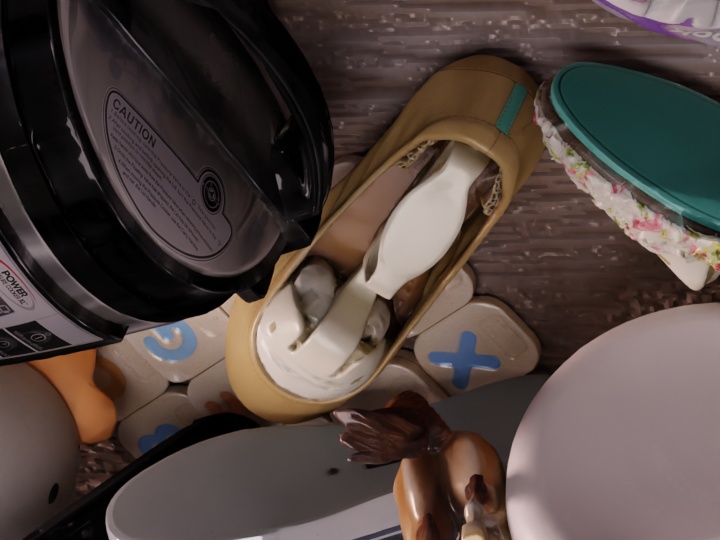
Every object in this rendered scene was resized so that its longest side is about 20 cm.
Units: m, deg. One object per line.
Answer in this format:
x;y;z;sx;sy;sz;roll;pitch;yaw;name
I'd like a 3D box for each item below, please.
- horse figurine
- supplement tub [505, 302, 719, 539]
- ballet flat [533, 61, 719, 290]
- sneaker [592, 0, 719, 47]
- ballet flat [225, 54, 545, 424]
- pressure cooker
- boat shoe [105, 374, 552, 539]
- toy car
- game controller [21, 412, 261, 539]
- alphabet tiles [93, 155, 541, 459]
0.038;0.122;0.937;0.050;0.133;0.200;-13;112;5;horse figurine
0.140;0.123;0.954;0.144;0.144;0.200;2;142;18;supplement tub
0.152;-0.012;0.921;0.200;0.076;0.064;22;136;6;ballet flat
0.151;-0.102;0.859;0.200;0.088;0.081;14;86;-13;sneaker
0.000;0.000;0.975;0.069;0.063;0.200;30;123;-8;ballet flat
-0.114;-0.059;0.915;0.200;0.176;0.179;-14;89;26;pressure cooker
0.003;0.110;1.016;0.200;0.071;0.091;-12;124;-4;boat shoe
-0.166;0.107;1.079;0.177;0.184;0.200;37;103;-9;toy car
-0.100;0.143;1.027;0.042;0.200;0.104;-8;112;54;game controller
-0.030;0.040;1.057;0.196;0.015;0.200;-32;110;34;alphabet tiles
